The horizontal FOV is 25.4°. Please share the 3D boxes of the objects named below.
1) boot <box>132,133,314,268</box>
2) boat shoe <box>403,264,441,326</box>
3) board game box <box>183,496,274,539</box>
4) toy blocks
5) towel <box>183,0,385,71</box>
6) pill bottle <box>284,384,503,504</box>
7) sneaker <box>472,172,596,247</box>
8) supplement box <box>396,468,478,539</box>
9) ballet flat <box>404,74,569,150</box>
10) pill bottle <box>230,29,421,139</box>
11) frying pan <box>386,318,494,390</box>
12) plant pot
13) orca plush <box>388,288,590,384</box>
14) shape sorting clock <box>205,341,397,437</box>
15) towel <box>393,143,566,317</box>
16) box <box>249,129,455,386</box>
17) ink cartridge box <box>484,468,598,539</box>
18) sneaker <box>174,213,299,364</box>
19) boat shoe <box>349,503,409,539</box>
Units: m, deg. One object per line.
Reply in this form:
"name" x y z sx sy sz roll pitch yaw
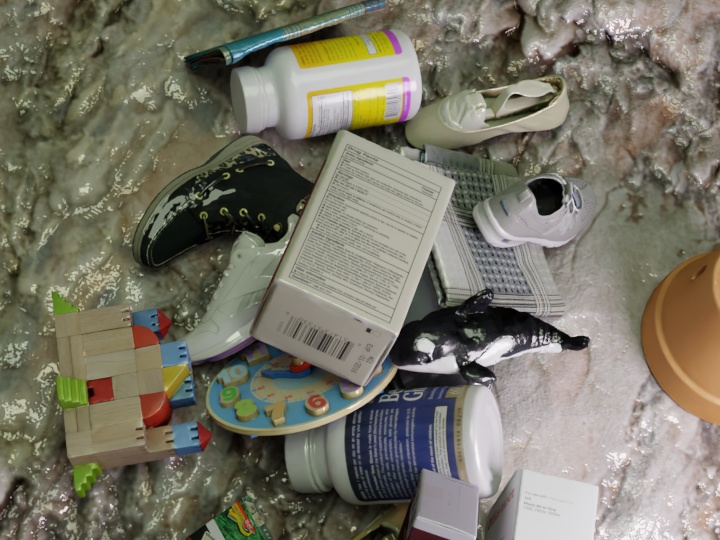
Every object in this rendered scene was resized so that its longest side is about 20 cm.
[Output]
"boot" -0.124 -0.050 1.682 0.154 0.074 0.204 31 57 27
"boat shoe" 0.088 0.080 1.686 0.071 0.070 0.200 -28 68 22
"board game box" -0.100 0.327 1.519 0.105 0.023 0.200 -37 71 13
"toy blocks" -0.223 0.110 1.577 0.136 0.100 0.200 -10 66 -2
"towel" -0.085 -0.263 1.786 0.200 0.147 0.022 -21 101 -21
"pill bottle" 0.032 0.173 1.571 0.199 0.111 0.111 -6 62 18
"sneaker" 0.210 -0.069 1.738 0.200 0.082 0.075 -18 78 -52
"supplement box" 0.050 0.299 1.483 0.061 0.200 0.109 18 17 0
"ballet flat" 0.148 -0.186 1.826 0.200 0.070 0.070 -13 67 -16
"pill bottle" -0.040 -0.204 1.778 0.200 0.104 0.104 -11 66 -15
"frying pan" 0.045 0.090 1.642 0.190 0.031 0.115 18 81 17
"plant pot" 0.418 0.050 1.717 0.200 0.140 0.201 4 62 -8
"orca plush" 0.129 0.056 1.569 0.199 0.071 0.105 5 33 -7
"shape sorting clock" -0.059 0.103 1.598 0.200 0.200 0.039 -25 113 -21
"towel" 0.132 -0.044 1.723 0.192 0.035 0.200 5 58 -41
"box" -0.007 -0.013 1.541 0.128 0.109 0.200 25 53 -3
"ink cartridge box" 0.163 0.310 1.537 0.084 0.146 0.200 13 63 -3
"sneaker" -0.119 0.020 1.637 0.200 0.075 0.100 -35 93 5
"boat shoe" 0.034 0.267 1.574 0.200 0.076 0.072 -38 76 -25
